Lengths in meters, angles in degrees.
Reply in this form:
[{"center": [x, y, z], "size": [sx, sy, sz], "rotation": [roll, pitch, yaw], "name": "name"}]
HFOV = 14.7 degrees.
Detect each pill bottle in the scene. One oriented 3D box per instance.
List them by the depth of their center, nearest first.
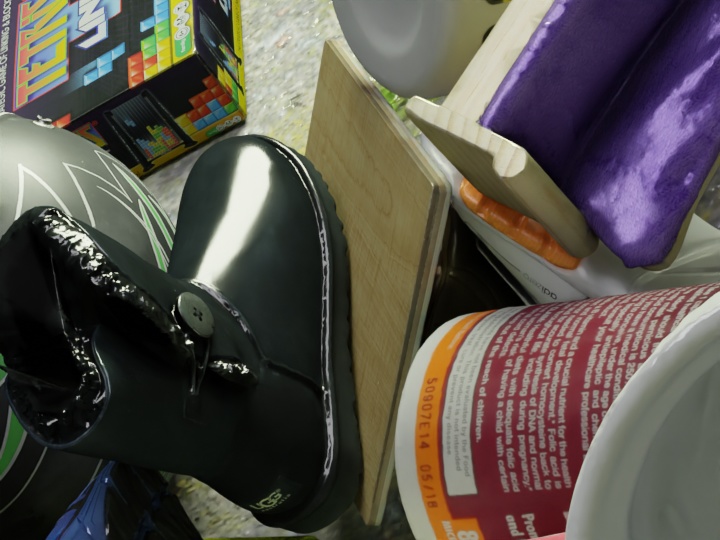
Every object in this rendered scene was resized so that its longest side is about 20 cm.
[{"center": [0.122, 0.064, 1.046], "size": [0.199, 0.114, 0.115], "rotation": [-8, 45, 38], "name": "pill bottle"}, {"center": [0.092, -0.149, 1.219], "size": [0.199, 0.113, 0.112], "rotation": [-16, 25, -27], "name": "pill bottle"}]

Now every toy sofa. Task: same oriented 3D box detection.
[{"center": [0.117, -0.107, 1.102], "size": [0.097, 0.083, 0.201], "rotation": [30, 83, 34], "name": "toy sofa"}]

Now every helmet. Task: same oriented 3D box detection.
[{"center": [-0.163, 0.037, 1.273], "size": [0.190, 0.201, 0.201], "rotation": [-21, 37, 15], "name": "helmet"}]

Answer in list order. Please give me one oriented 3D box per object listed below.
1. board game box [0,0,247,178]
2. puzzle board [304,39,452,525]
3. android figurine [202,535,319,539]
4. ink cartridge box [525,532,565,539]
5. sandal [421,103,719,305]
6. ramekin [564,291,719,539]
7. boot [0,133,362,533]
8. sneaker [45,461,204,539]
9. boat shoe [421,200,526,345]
[{"center": [-0.148, -0.124, 1.567], "size": [0.165, 0.057, 0.201], "rotation": [-27, 36, 16], "name": "board game box"}, {"center": [0.000, 0.000, 1.220], "size": [0.200, 0.017, 0.152], "rotation": [-121, 39, -65], "name": "puzzle board"}, {"center": [-0.073, 0.190, 1.154], "size": [0.199, 0.041, 0.183], "rotation": [-6, 47, 37], "name": "android figurine"}, {"center": [0.015, 0.187, 1.001], "size": [0.199, 0.084, 0.146], "rotation": [-12, 49, 22], "name": "ink cartridge box"}, {"center": [0.102, -0.001, 1.167], "size": [0.079, 0.059, 0.206], "rotation": [-31, 57, -31], "name": "sandal"}, {"center": [0.166, 0.088, 0.903], "size": [0.200, 0.201, 0.098], "rotation": [-33, 5, 10], "name": "ramekin"}, {"center": [-0.080, 0.003, 1.156], "size": [0.076, 0.168, 0.201], "rotation": [-29, 53, 28], "name": "boot"}, {"center": [-0.116, 0.133, 1.111], "size": [0.078, 0.076, 0.200], "rotation": [-28, 6, 21], "name": "sneaker"}, {"center": [0.049, 0.028, 1.209], "size": [0.068, 0.072, 0.201], "rotation": [126, 153, -45], "name": "boat shoe"}]
